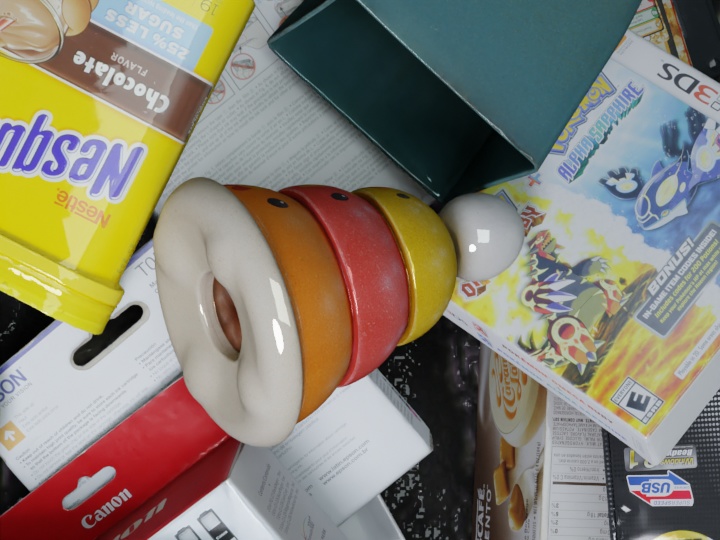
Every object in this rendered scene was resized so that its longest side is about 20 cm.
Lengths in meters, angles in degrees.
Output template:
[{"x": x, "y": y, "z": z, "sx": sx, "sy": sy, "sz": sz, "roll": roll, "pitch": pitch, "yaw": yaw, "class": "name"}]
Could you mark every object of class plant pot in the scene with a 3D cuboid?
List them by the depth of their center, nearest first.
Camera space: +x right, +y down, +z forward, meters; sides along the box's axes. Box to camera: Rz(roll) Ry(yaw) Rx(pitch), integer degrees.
[{"x": 0.076, "y": -0.166, "z": 1.265, "sx": 0.141, "sy": 0.141, "sz": 0.200, "roll": 41, "pitch": 72, "yaw": -11, "class": "plant pot"}]

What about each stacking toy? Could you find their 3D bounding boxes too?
[{"x": 0.000, "y": 0.000, "z": 1.223, "sx": 0.199, "sy": 0.146, "sz": 0.147, "roll": -18, "pitch": 94, "yaw": -27, "class": "stacking toy"}]

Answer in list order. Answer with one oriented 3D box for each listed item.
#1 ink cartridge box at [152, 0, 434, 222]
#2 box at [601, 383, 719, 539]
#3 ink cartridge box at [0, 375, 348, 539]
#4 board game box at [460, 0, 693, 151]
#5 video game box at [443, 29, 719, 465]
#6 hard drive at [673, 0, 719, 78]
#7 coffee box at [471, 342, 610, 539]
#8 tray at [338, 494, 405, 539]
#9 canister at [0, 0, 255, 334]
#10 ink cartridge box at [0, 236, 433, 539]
[{"x": -0.061, "y": -0.082, "z": 1.331, "sx": 0.162, "sy": 0.057, "sz": 0.200, "roll": -40, "pitch": 102, "yaw": -13, "class": "ink cartridge box"}, {"x": 0.239, "y": 0.127, "z": 1.269, "sx": 0.199, "sy": 0.044, "sz": 0.161, "roll": -4, "pitch": 90, "yaw": 15, "class": "box"}, {"x": -0.115, "y": 0.187, "z": 1.263, "sx": 0.200, "sy": 0.084, "sz": 0.176, "roll": -38, "pitch": 101, "yaw": 15, "class": "ink cartridge box"}, {"x": 0.107, "y": -0.170, "z": 1.365, "sx": 0.151, "sy": 0.046, "sz": 0.201, "roll": -18, "pitch": 94, "yaw": -16, "class": "board game box"}, {"x": 0.154, "y": -0.021, "z": 1.278, "sx": 0.182, "sy": 0.047, "sz": 0.200, "roll": 34, "pitch": 78, "yaw": 29, "class": "video game box"}, {"x": 0.121, "y": -0.155, "z": 1.411, "sx": 0.199, "sy": 0.033, "sz": 0.140, "roll": -22, "pitch": 95, "yaw": -16, "class": "hard drive"}, {"x": 0.124, "y": 0.105, "z": 1.365, "sx": 0.079, "sy": 0.114, "sz": 0.201, "roll": 3, "pitch": 89, "yaw": -17, "class": "coffee box"}, {"x": -0.023, "y": 0.177, "z": 1.354, "sx": 0.107, "sy": 0.022, "sz": 0.201, "roll": -28, "pitch": 97, "yaw": 6, "class": "tray"}, {"x": -0.161, "y": -0.088, "z": 1.218, "sx": 0.148, "sy": 0.087, "sz": 0.201, "roll": 26, "pitch": 90, "yaw": -2, "class": "canister"}, {"x": -0.094, "y": 0.086, "z": 1.301, "sx": 0.196, "sy": 0.043, "sz": 0.200, "roll": -39, "pitch": 100, "yaw": 10, "class": "ink cartridge box"}]
